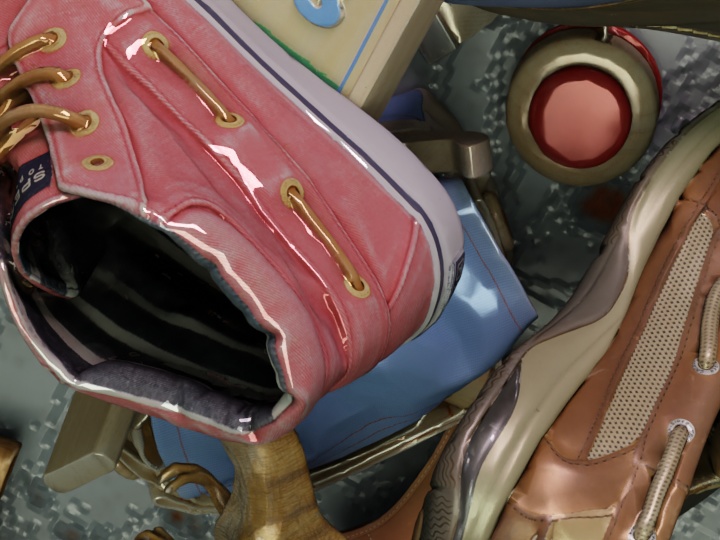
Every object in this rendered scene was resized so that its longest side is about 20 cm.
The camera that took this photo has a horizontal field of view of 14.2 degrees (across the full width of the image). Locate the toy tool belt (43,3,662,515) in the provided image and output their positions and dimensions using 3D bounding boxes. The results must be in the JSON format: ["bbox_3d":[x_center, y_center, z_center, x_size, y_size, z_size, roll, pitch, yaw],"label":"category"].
[{"bbox_3d":[0.000,0.000,0.852,0.200,0.123,0.125,-29,102,14],"label":"toy tool belt"}]

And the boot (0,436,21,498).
[{"bbox_3d":[-0.207,0.038,0.918,0.199,0.068,0.189,17,108,0],"label":"boot"}]

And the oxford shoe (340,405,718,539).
[{"bbox_3d":[0.069,0.056,0.894,0.200,0.071,0.071,-34,78,11],"label":"oxford shoe"}]

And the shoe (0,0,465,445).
[{"bbox_3d":[-0.072,-0.038,0.721,0.200,0.091,0.072,38,124,9],"label":"shoe"}]

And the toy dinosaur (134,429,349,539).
[{"bbox_3d":[-0.010,0.105,0.825,0.106,0.060,0.200,-27,126,11],"label":"toy dinosaur"}]

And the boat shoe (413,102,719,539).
[{"bbox_3d":[0.090,0.030,0.812,0.074,0.200,0.076,28,143,15],"label":"boat shoe"}]

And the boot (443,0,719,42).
[{"bbox_3d":[0.099,-0.089,0.768,0.200,0.097,0.075,-1,99,27],"label":"boot"}]

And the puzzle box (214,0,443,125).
[{"bbox_3d":[-0.077,-0.093,0.770,0.200,0.025,0.133,36,123,10],"label":"puzzle box"}]
